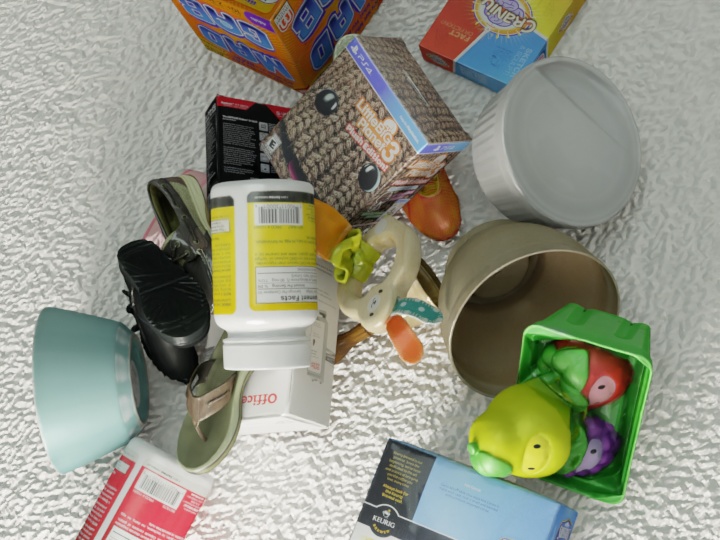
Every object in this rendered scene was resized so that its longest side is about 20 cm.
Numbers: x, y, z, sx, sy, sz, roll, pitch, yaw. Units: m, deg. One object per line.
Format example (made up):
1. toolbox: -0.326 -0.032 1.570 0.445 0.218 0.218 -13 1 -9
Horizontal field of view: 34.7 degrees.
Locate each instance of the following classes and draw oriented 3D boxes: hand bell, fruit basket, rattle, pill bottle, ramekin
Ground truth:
1. hand bell: 0.005 0.071 1.379 0.200 0.104 0.104 -35 64 14
2. fruit basket: 0.208 0.155 1.188 0.155 0.216 0.216 17 75 21
3. rattle: 0.000 0.000 1.265 0.130 0.143 0.200 -29 36 15
4. pill bottle: -0.104 0.006 1.249 0.114 0.114 0.201 -2 88 15
5. pill bottle: -0.264 0.305 1.338 0.112 0.112 0.200 23 77 22
6. ramekin: 0.221 -0.139 1.337 0.202 0.094 0.203 5 79 -27

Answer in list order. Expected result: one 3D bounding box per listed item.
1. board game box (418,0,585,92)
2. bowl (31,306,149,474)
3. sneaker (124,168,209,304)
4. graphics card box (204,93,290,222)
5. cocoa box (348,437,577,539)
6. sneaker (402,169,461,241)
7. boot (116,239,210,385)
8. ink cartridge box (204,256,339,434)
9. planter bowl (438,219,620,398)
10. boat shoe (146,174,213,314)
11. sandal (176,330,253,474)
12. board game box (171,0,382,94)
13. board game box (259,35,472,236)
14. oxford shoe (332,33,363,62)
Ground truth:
1. board game box: 0.192 -0.334 1.494 0.153 0.040 0.200 28 79 23
2. bowl: -0.316 0.137 1.384 0.105 0.201 0.201 -8 67 -1
3. sneaker: -0.223 -0.037 1.473 0.104 0.075 0.201 11 69 31
4. graphics card box: -0.131 -0.117 1.462 0.125 0.051 0.200 7 64 -27
5. cocoa box: 0.111 0.277 1.225 0.200 0.133 0.132 18 81 22
6. sneaker: 0.070 -0.126 1.430 0.073 0.077 0.200 -23 67 5
7. boot: -0.225 0.071 1.370 0.073 0.163 0.198 -25 44 -21
8. ink cartridge box: -0.108 0.090 1.370 0.146 0.083 0.201 -10 66 36
9. planter bowl: 0.172 0.026 1.294 0.200 0.200 0.135 -30 37 3
10. boat shoe: -0.209 -0.030 1.384 0.066 0.072 0.201 -4 58 -32
11. sandal: -0.168 0.131 1.306 0.080 0.057 0.201 11 78 40
12. board game box: -0.111 -0.385 1.512 0.200 0.200 0.200 28 79 23
13. board game box: 0.003 -0.154 1.381 0.200 0.097 0.160 -43 72 33
14. oxford shoe: -0.006 -0.205 1.496 0.075 0.058 0.201 0 84 9
